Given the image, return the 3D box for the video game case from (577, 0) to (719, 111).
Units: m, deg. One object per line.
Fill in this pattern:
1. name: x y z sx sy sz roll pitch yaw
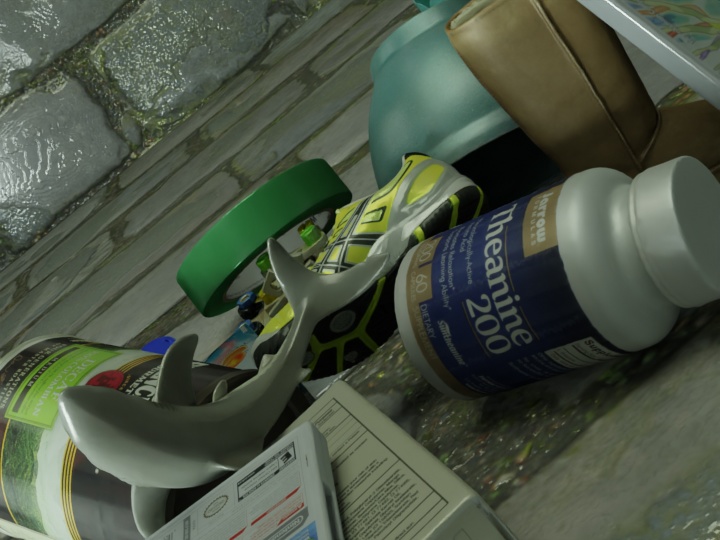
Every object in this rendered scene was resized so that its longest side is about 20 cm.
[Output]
1. video game case: 0.262 -0.180 0.769 0.183 0.199 0.022 -49 -5 -29

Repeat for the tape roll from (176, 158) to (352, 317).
1. tape roll: -0.098 -0.033 1.198 0.200 0.048 0.201 -40 -8 -7

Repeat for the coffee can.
1. coffee can: -0.145 0.127 0.763 0.198 0.147 0.147 6 43 37

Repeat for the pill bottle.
1. pill bottle: 0.126 0.004 0.710 0.199 0.111 0.111 -23 23 39

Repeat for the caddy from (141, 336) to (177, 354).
1. caddy: -0.194 0.150 0.991 0.140 0.106 0.201 -16 28 13

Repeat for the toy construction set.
1. toy construction set: -0.056 0.022 1.066 0.130 0.093 0.200 -34 8 11

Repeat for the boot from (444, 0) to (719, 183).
1. boot: 0.182 -0.137 0.792 0.174 0.201 0.066 -37 18 3

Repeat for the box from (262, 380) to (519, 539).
1. box: 0.005 0.158 0.582 0.128 0.109 0.200 -43 18 -7

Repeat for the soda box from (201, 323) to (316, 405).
1. soda box: -0.074 0.107 0.912 0.063 0.069 0.200 -40 19 -7

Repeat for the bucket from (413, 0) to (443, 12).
1. bucket: 0.178 -0.318 1.332 0.206 0.135 0.208 -33 20 13

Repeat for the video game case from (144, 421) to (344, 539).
1. video game case: -0.065 0.161 0.503 0.143 0.018 0.200 -37 23 8

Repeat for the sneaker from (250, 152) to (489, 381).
1. sneaker: 0.000 0.000 0.822 0.200 0.076 0.076 -40 52 -2

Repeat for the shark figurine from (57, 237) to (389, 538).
1. shark figurine: -0.058 0.077 0.637 0.089 0.130 0.214 11 31 36

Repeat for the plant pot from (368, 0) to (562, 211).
1. plant pot: 0.086 -0.134 0.933 0.198 0.135 0.200 -25 -14 -6
